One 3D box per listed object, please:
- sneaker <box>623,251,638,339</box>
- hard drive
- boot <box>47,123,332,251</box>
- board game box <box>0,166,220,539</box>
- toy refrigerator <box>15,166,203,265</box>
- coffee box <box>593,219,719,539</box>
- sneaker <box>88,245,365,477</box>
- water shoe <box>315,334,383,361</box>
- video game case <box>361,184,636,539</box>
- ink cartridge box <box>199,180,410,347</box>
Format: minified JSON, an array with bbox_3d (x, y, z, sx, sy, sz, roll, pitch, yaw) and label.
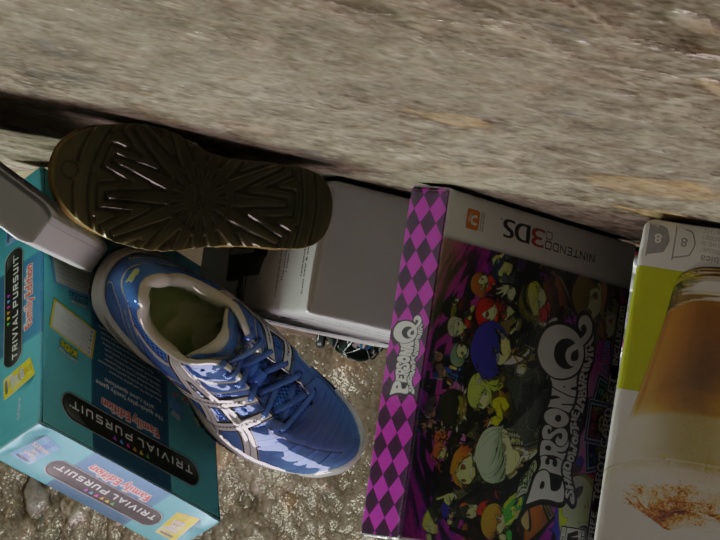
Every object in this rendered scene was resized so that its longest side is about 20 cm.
[{"bbox_3d":[0.145,0.033,1.723,0.081,0.089,0.200,12,176,-27],"label":"sneaker"},{"bbox_3d":[-0.215,-0.053,1.518,0.132,0.027,0.200,36,179,5],"label":"hard drive"},{"bbox_3d":[-0.127,-0.042,1.545,0.174,0.067,0.200,14,176,-26],"label":"boot"},{"bbox_3d":[-0.158,0.054,1.652,0.047,0.201,0.151,-32,133,29],"label":"board game box"},{"bbox_3d":[-0.155,-0.023,1.846,0.199,0.070,0.076,13,168,-43],"label":"toy refrigerator"},{"bbox_3d":[0.244,0.092,1.522,0.198,0.199,0.200,9,176,6],"label":"coffee box"},{"bbox_3d":[-0.078,0.061,1.612,0.200,0.076,0.077,36,171,-14],"label":"sneaker"},{"bbox_3d":[0.014,0.035,2.124,0.071,0.079,0.200,11,176,-14],"label":"water shoe"},{"bbox_3d":[0.084,0.065,1.548,0.036,0.201,0.181,3,172,43],"label":"video game case"},{"bbox_3d":[0.000,0.000,1.658,0.146,0.084,0.200,13,176,-22],"label":"ink cartridge box"}]
